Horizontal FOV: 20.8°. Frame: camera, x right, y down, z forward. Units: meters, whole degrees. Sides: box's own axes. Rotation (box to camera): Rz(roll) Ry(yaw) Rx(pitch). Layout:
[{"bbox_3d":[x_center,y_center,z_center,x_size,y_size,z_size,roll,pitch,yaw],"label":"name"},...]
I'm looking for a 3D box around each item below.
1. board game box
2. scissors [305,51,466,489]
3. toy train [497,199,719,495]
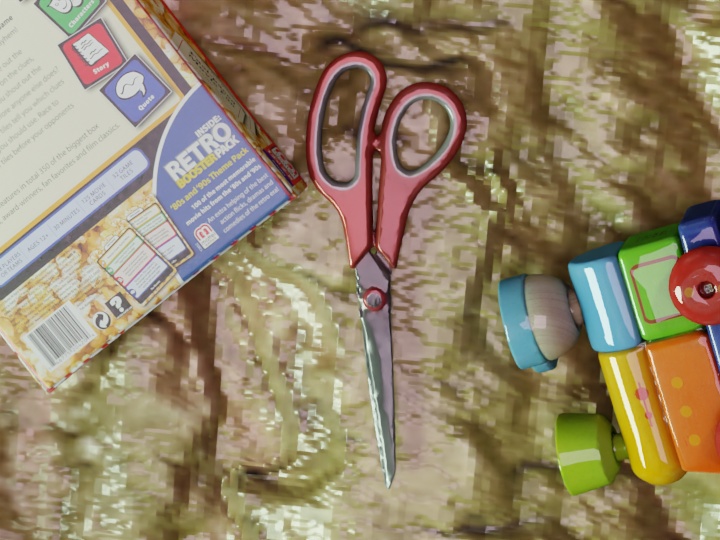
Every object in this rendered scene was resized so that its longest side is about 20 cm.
[{"bbox_3d":[-0.145,-0.069,0.901,0.151,0.046,0.200,-37,94,10],"label":"board game box"},{"bbox_3d":[0.000,0.000,0.918,0.073,0.014,0.201,10,101,1],"label":"scissors"},{"bbox_3d":[0.141,0.079,0.886,0.115,0.085,0.201,-15,98,18],"label":"toy train"}]
